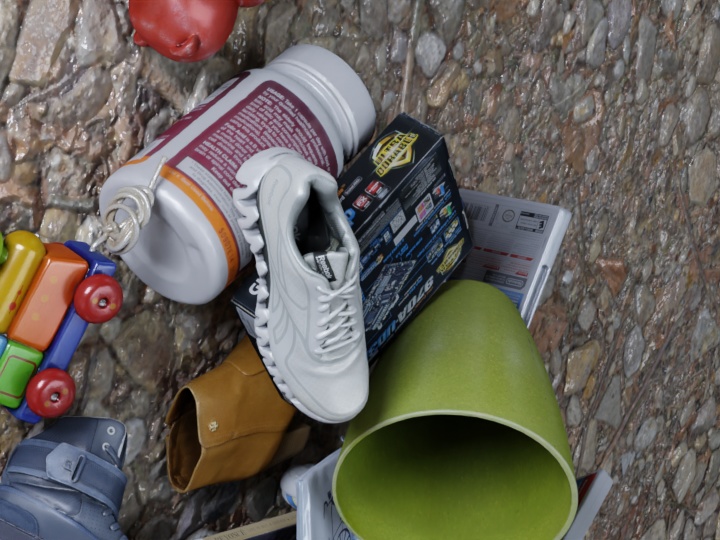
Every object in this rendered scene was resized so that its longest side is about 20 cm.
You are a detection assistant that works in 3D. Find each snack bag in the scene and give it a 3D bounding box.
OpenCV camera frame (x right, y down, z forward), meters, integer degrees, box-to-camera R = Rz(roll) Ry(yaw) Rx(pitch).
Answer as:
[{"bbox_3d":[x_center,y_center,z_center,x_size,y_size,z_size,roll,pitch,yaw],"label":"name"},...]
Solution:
[{"bbox_3d":[-0.002,0.226,1.434,0.200,0.021,0.189,-23,116,-61],"label":"snack bag"}]

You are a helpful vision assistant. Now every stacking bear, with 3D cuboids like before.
[{"bbox_3d":[-0.087,-0.235,1.214,0.200,0.121,0.114,-53,134,-10],"label":"stacking bear"}]

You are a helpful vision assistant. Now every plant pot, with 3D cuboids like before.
[{"bbox_3d":[0.081,0.107,1.391,0.200,0.187,0.187,-81,160,-49],"label":"plant pot"}]

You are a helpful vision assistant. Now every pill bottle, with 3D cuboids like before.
[{"bbox_3d":[-0.085,-0.075,1.271,0.200,0.114,0.114,-43,136,-34],"label":"pill bottle"}]

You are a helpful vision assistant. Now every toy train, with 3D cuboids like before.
[{"bbox_3d":[-0.218,-0.008,1.140,0.116,0.085,0.200,25,93,-41],"label":"toy train"}]

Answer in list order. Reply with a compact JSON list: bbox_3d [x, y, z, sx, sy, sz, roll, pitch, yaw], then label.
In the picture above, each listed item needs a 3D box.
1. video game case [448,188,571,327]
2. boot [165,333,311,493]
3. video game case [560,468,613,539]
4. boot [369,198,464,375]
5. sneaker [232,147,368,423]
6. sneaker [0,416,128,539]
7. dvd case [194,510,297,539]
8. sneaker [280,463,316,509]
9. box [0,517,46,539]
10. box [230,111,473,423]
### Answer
[{"bbox_3d":[0.102,0.029,1.545,0.018,0.143,0.200,26,83,-37],"label":"video game case"},{"bbox_3d":[-0.085,0.077,1.374,0.144,0.071,0.201,-9,115,-52],"label":"boot"},{"bbox_3d":[0.109,0.241,1.440,0.017,0.200,0.143,52,41,-9],"label":"video game case"},{"bbox_3d":[0.043,0.023,1.519,0.090,0.073,0.200,5,99,-48],"label":"boot"},{"bbox_3d":[-0.031,0.016,1.189,0.075,0.081,0.200,-24,110,-28],"label":"sneaker"},{"bbox_3d":[-0.165,0.186,1.218,0.146,0.202,0.077,-67,-175,-37],"label":"sneaker"},{"bbox_3d":[-0.109,0.251,1.403,0.200,0.016,0.149,-8,141,-53],"label":"dvd case"},{"bbox_3d":[-0.015,0.233,1.532,0.200,0.076,0.105,21,88,-56],"label":"sneaker"},{"bbox_3d":[-0.282,0.232,1.062,0.182,0.200,0.104,-55,142,-22],"label":"box"},{"bbox_3d":[0.000,0.000,1.322,0.200,0.046,0.159,-49,151,-16],"label":"box"}]
